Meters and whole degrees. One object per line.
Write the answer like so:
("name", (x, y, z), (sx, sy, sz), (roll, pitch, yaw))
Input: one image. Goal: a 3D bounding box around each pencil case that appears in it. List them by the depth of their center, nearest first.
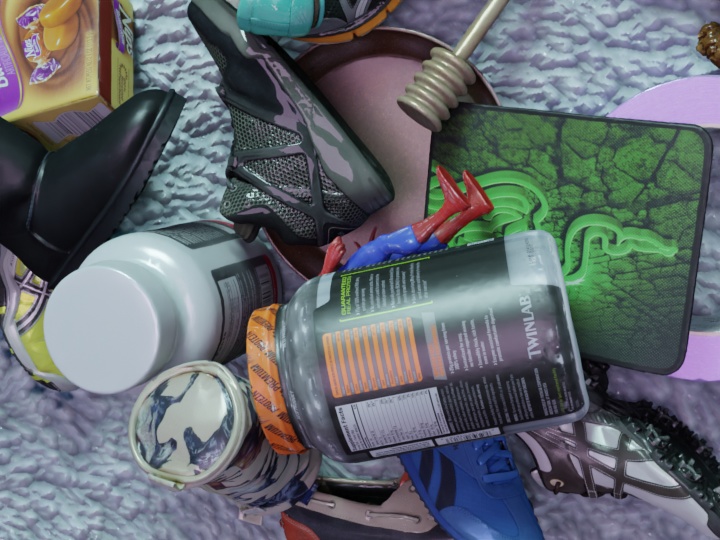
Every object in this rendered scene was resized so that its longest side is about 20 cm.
("pencil case", (-0.086, 0.119, 0.777), (0.077, 0.200, 0.090), (3, 74, 15))

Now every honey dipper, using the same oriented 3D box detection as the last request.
("honey dipper", (0.097, -0.185, 0.793), (0.038, 0.038, 0.201), (36, 86, 7))

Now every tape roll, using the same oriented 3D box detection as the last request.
("tape roll", (0.233, -0.030, 0.783), (0.198, 0.066, 0.202), (2, 98, 14))

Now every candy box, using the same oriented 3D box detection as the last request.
("candy box", (-0.271, -0.142, 0.875), (0.199, 0.056, 0.118), (-15, 63, 16))

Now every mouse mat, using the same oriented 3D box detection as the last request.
("mouse mat", (0.129, -0.025, 0.774), (0.199, 0.008, 0.162), (10, 101, 32))

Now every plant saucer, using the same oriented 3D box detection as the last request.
("plant saucer", (0.016, -0.075, 0.848), (0.199, 0.034, 0.202), (2, 97, 13))

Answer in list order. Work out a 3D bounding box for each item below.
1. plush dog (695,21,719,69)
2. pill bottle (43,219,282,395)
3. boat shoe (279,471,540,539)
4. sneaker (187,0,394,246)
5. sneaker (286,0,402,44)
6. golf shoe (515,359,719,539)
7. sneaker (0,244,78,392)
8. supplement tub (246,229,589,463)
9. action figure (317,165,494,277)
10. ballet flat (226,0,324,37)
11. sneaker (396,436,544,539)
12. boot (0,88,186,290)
("plush dog", (0.276, -0.213, 0.720), (0.199, 0.161, 0.172), (-31, 112, 15))
("pill bottle", (-0.136, 0.025, 0.812), (0.110, 0.200, 0.112), (2, 97, 15))
("boat shoe", (0.032, 0.178, 0.860), (0.198, 0.071, 0.063), (-7, 93, 19))
("sneaker", (-0.077, -0.097, 0.812), (0.114, 0.076, 0.200), (-37, 92, 9))
("sneaker", (0.016, -0.229, 0.796), (0.199, 0.077, 0.079), (-29, 65, 11))
("golf shoe", (0.176, 0.131, 0.819), (0.200, 0.078, 0.095), (40, 112, 15))
("sneaker", (-0.236, -0.004, 0.898), (0.076, 0.075, 0.202), (-7, 96, 16))
("supplement tub", (0.036, 0.052, 0.731), (0.198, 0.123, 0.124), (-11, 94, 10))
("action figure", (0.000, 0.000, 0.808), (0.200, 0.065, 0.052), (-42, 75, 24))
("ballet flat", (-0.081, -0.236, 0.785), (0.070, 0.068, 0.201), (-6, 54, -18))
("sneaker", (0.072, 0.117, 0.802), (0.079, 0.066, 0.200), (-55, 51, 25))
("boot", (-0.232, -0.081, 0.800), (0.162, 0.074, 0.198), (32, 121, -13))
